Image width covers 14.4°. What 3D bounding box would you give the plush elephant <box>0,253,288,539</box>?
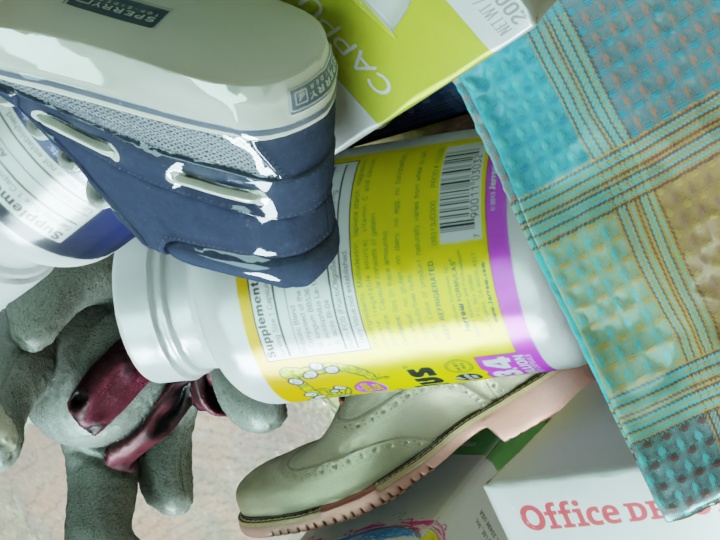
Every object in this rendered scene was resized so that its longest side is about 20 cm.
[{"bbox_3d":[-0.082,0.037,1.338,0.154,0.201,0.165,-12,135,22],"label":"plush elephant"}]

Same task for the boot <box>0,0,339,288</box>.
[{"bbox_3d":[-0.096,-0.058,0.969,0.199,0.073,0.091,22,135,28],"label":"boot"}]

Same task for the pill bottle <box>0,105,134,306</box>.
[{"bbox_3d":[-0.108,-0.073,1.151,0.200,0.116,0.116,-35,101,33],"label":"pill bottle"}]

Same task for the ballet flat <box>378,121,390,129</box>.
[{"bbox_3d":[-0.040,-0.075,1.216,0.199,0.071,0.071,-15,116,49],"label":"ballet flat"}]

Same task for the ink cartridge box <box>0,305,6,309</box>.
[{"bbox_3d":[-0.207,-0.088,1.321,0.200,0.083,0.146,108,147,-52],"label":"ink cartridge box"}]

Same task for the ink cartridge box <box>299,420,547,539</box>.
[{"bbox_3d":[0.031,0.176,1.322,0.084,0.200,0.145,-3,125,43],"label":"ink cartridge box"}]

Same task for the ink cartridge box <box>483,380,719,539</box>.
[{"bbox_3d":[0.159,0.144,1.167,0.145,0.083,0.201,-12,109,46],"label":"ink cartridge box"}]

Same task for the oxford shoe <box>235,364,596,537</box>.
[{"bbox_3d":[0.019,0.054,1.283,0.199,0.071,0.074,-30,100,17],"label":"oxford shoe"}]

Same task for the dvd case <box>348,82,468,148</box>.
[{"bbox_3d":[-0.024,-0.143,1.203,0.142,0.018,0.200,-13,118,49],"label":"dvd case"}]

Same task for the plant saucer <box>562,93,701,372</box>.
[{"bbox_3d":[0.161,-0.051,0.999,0.199,0.037,0.202,10,106,37],"label":"plant saucer"}]

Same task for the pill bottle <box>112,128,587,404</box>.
[{"bbox_3d":[0.000,0.000,1.202,0.199,0.105,0.105,-8,124,21],"label":"pill bottle"}]

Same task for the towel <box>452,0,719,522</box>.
[{"bbox_3d":[0.116,-0.026,1.004,0.146,0.022,0.201,-32,80,40],"label":"towel"}]

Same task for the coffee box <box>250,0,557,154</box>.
[{"bbox_3d":[-0.005,-0.177,0.997,0.200,0.200,0.197,49,143,-9],"label":"coffee box"}]
